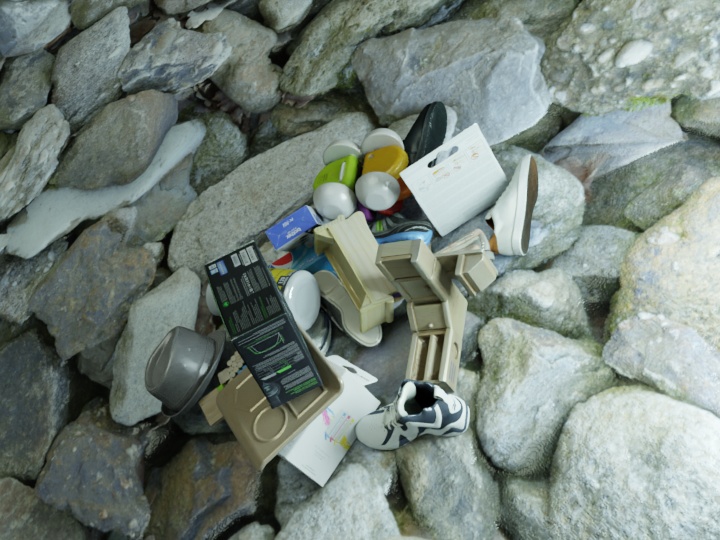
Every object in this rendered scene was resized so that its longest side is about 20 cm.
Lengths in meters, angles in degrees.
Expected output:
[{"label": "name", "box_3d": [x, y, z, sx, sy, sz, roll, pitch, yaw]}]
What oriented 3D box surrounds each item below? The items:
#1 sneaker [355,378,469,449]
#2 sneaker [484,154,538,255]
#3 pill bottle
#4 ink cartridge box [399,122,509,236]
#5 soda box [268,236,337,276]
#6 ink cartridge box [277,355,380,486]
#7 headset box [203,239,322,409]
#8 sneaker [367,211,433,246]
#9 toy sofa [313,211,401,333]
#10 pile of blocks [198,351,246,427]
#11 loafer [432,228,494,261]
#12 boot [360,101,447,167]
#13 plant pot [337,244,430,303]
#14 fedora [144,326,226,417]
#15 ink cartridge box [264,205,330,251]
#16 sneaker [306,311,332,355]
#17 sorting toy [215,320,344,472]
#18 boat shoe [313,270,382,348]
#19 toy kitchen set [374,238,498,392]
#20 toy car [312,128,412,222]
[{"label": "sneaker", "box_3d": [0.063, 0.223, 1.454, 0.198, 0.130, 0.080, -8, 53, 28]}, {"label": "sneaker", "box_3d": [0.263, -0.120, 1.617, 0.084, 0.073, 0.201, 0, 59, 30]}, {"label": "pill bottle", "box_3d": [-0.181, 0.050, 1.670, 0.199, 0.112, 0.113, 3, 60, 30]}, {"label": "ink cartridge box", "box_3d": [0.166, -0.167, 1.625, 0.162, 0.200, 0.050, -32, 46, 7]}, {"label": "soda box", "box_3d": [-0.129, 0.012, 1.760, 0.199, 0.068, 0.064, -32, 46, 21]}, {"label": "ink cartridge box", "box_3d": [-0.076, 0.231, 1.540, 0.128, 0.125, 0.201, 24, 73, 42]}, {"label": "headset box", "box_3d": [-0.148, 0.089, 1.422, 0.092, 0.201, 0.175, -26, 47, -3]}, {"label": "sneaker", "box_3d": [0.049, -0.064, 1.693, 0.198, 0.071, 0.083, 1, 39, 35]}, {"label": "toy sofa", "box_3d": [0.000, 0.000, 1.622, 0.097, 0.083, 0.201, -25, 63, -14]}, {"label": "pile of blocks", "box_3d": [-0.219, 0.204, 1.705, 0.082, 0.062, 0.201, 27, 83, 32]}, {"label": "loafer", "box_3d": [0.137, -0.012, 1.608, 0.199, 0.072, 0.063, -21, 74, 20]}, {"label": "boot", "box_3d": [0.079, -0.251, 1.836, 0.161, 0.073, 0.200, 1, 63, 33]}, {"label": "plant pot", "box_3d": [0.037, -0.019, 1.722, 0.199, 0.028, 0.201, -18, 49, 21]}, {"label": "fedora", "box_3d": [-0.347, 0.178, 1.744, 0.176, 0.090, 0.201, -20, 42, 49]}, {"label": "ink cartridge box", "box_3d": [-0.109, -0.077, 1.752, 0.094, 0.200, 0.044, -32, 85, 9]}, {"label": "sneaker", "box_3d": [-0.127, 0.152, 1.661, 0.077, 0.085, 0.201, 22, 71, 41]}, {"label": "sorting toy", "box_3d": [-0.132, 0.204, 1.489, 0.200, 0.036, 0.185, -46, 45, 1]}, {"label": "boat shoe", "box_3d": [-0.021, 0.077, 1.672, 0.067, 0.057, 0.200, -35, 56, -12]}, {"label": "toy kitchen set", "box_3d": [0.129, 0.072, 1.472, 0.162, 0.200, 0.182, -7, 54, 29]}, {"label": "toy car", "box_3d": [0.012, -0.160, 1.733, 0.198, 0.150, 0.176, -12, 47, 23]}]
